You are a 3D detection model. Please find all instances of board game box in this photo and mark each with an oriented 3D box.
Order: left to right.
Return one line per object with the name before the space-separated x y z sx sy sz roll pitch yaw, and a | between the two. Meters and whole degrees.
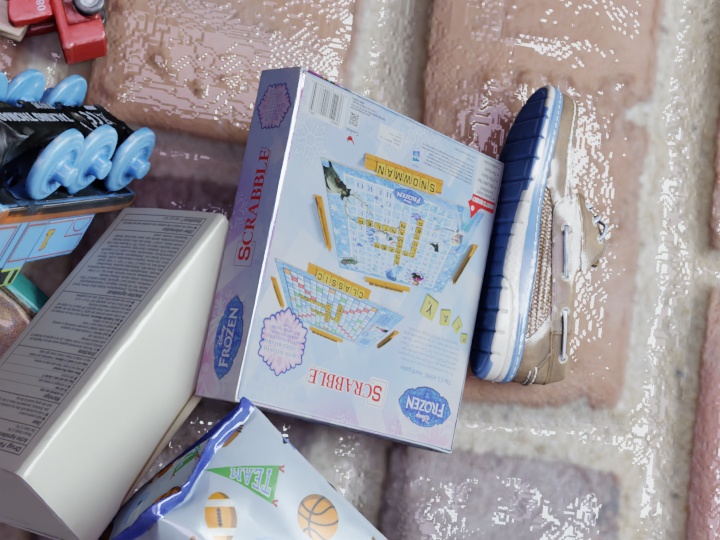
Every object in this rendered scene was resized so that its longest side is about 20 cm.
board game box | 0.000 0.000 0.931 0.199 0.041 0.202 20 78 -44

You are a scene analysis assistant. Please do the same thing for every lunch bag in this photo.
lunch bag | -0.082 0.199 0.871 0.170 0.200 0.124 47 50 -4

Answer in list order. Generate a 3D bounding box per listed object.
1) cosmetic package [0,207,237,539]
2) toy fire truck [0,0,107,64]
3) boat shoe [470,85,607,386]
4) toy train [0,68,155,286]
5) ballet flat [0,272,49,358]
cosmetic package | -0.151 0.058 0.882 0.201 0.103 0.073 -55 129 -27
toy fire truck | -0.237 -0.174 0.950 0.139 0.049 0.202 -14 87 -11
boat shoe | 0.126 -0.022 1.001 0.071 0.072 0.203 11 92 -14
toy train | -0.199 -0.054 0.878 0.086 0.200 0.115 37 103 8
ballet flat | -0.267 -0.006 0.921 0.067 0.068 0.200 -42 92 7
